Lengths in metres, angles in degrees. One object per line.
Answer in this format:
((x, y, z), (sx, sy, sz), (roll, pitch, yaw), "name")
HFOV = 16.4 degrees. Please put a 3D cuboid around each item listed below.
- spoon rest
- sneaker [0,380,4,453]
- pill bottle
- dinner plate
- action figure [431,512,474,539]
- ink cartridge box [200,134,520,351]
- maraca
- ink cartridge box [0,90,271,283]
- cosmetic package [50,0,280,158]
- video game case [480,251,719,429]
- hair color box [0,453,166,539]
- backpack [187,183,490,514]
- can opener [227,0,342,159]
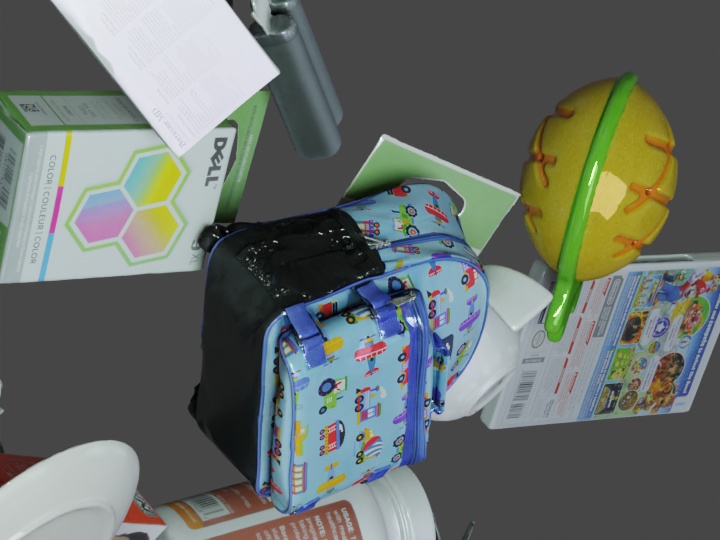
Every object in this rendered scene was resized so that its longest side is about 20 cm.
((0.084, 0.048, 1.771), (0.099, 0.061, 0.200), (-38, 168, -23), "spoon rest")
((-0.257, 0.092, 1.557), (0.075, 0.082, 0.200), (-63, 154, -28), "sneaker")
((-0.052, 0.200, 1.783), (0.199, 0.112, 0.113), (-13, 128, -26), "pill bottle")
((-0.210, 0.183, 1.540), (0.200, 0.024, 0.200), (-36, 157, -18), "dinner plate")
((0.045, 0.291, 1.929), (0.118, 0.102, 0.201), (9, 118, -26), "action figure")
((0.000, 0.000, 1.716), (0.145, 0.048, 0.201), (20, 107, -43), "ink cartridge box")
((0.161, -0.044, 1.746), (0.137, 0.106, 0.201), (-51, 157, -56), "maraca")
((-0.140, -0.055, 1.567), (0.199, 0.059, 0.104), (-3, 122, -34), "ink cartridge box")
((-0.139, -0.168, 1.455), (0.082, 0.051, 0.200), (-40, 119, -5), "cosmetic package")
((0.194, 0.053, 1.912), (0.199, 0.018, 0.144), (-2, 122, -33), "video game case")
((-0.217, 0.178, 1.633), (0.102, 0.061, 0.200), (-48, 160, 10), "hair color box")
((0.002, 0.043, 1.622), (0.199, 0.135, 0.183), (-18, 135, -29), "backpack")
((-0.062, -0.151, 1.567), (0.066, 0.053, 0.200), (-11, 136, 17), "can opener")
